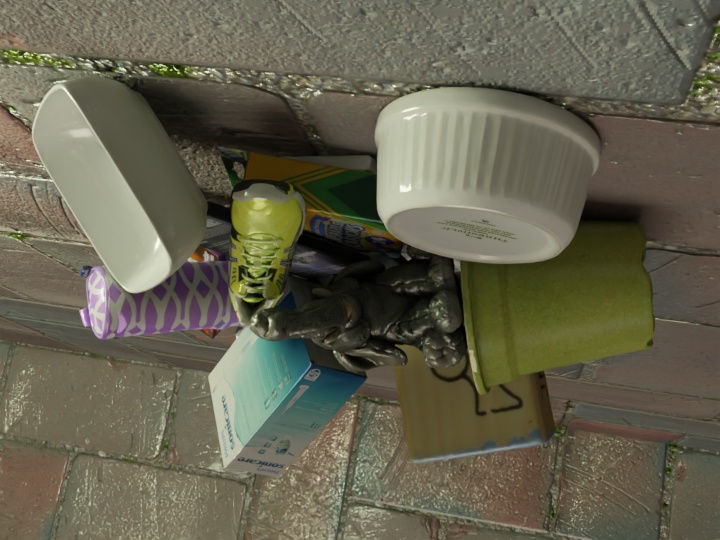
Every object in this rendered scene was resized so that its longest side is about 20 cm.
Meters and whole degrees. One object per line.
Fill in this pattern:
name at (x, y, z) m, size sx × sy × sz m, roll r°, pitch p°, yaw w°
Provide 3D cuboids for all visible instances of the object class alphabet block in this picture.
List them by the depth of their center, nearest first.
alphabet block at (0.159, 0.151, 1.283) m, size 0.193 × 0.202 × 0.196 m, roll -11°, pitch 172°, yaw 13°

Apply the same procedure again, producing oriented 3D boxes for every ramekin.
ramekin at (0.104, -0.073, 0.793) m, size 0.200 × 0.095 × 0.203 m, roll 9°, pitch 166°, yaw 2°

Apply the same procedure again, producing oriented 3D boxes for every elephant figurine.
elephant figurine at (0.005, 0.042, 0.937) m, size 0.198 × 0.142 × 0.156 m, roll -12°, pitch 130°, yaw 9°

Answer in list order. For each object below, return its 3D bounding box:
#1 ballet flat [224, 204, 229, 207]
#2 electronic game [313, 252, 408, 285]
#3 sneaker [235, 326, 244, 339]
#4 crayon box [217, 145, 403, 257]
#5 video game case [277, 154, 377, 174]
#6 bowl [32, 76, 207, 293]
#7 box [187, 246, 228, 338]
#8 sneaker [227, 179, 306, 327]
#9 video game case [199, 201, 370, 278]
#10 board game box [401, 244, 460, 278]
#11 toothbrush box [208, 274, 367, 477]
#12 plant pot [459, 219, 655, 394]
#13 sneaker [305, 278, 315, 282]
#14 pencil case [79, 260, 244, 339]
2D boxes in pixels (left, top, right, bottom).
ballet flat at (-0.113, -0.031, 1.172) m, size 0.199 × 0.076 × 0.064 m, roll 23°, pitch 169°, yaw -35°
electronic game at (0.000, 0.000, 1.094) m, size 0.199 × 0.042 × 0.200 m, roll 29°, pitch 159°, yaw 12°
sneaker at (-0.100, 0.090, 1.266) m, size 0.129 × 0.080 × 0.199 m, roll 42°, pitch -177°, yaw -12°
crayon box at (-0.049, -0.067, 0.942) m, size 0.198 × 0.052 × 0.126 m, roll 11°, pitch 166°, yaw 2°
video game case at (-0.011, -0.080, 1.009) m, size 0.142 × 0.018 × 0.200 m, roll 2°, pitch 164°, yaw 27°
bowl at (-0.227, -0.086, 0.879) m, size 0.201 × 0.074 × 0.199 m, roll 58°, pitch 151°, yaw -7°
box at (-0.226, -0.009, 1.156) m, size 0.136 × 0.039 × 0.201 m, roll 34°, pitch 147°, yaw 11°
sneaker at (-0.091, -0.014, 0.877) m, size 0.075 × 0.077 × 0.201 m, roll 2°, pitch 149°, yaw -5°
video game case at (-0.108, -0.029, 0.994) m, size 0.199 × 0.019 × 0.142 m, roll 17°, pitch 166°, yaw -32°
board game box at (0.109, -0.004, 1.174) m, size 0.198 × 0.026 × 0.200 m, roll 8°, pitch 170°, yaw 3°
toothbrush box at (-0.095, 0.130, 1.101) m, size 0.085 × 0.147 × 0.200 m, roll 19°, pitch 123°, yaw -34°
plant pot at (0.209, 0.023, 0.957) m, size 0.182 × 0.203 × 0.200 m, roll -6°, pitch 163°, yaw 13°
sneaker at (-0.051, 0.040, 1.251) m, size 0.075 × 0.080 × 0.200 m, roll 16°, pitch -158°, yaw 20°
pencil case at (-0.210, 0.034, 1.020) m, size 0.198 × 0.085 × 0.086 m, roll -1°, pitch 149°, yaw -31°
